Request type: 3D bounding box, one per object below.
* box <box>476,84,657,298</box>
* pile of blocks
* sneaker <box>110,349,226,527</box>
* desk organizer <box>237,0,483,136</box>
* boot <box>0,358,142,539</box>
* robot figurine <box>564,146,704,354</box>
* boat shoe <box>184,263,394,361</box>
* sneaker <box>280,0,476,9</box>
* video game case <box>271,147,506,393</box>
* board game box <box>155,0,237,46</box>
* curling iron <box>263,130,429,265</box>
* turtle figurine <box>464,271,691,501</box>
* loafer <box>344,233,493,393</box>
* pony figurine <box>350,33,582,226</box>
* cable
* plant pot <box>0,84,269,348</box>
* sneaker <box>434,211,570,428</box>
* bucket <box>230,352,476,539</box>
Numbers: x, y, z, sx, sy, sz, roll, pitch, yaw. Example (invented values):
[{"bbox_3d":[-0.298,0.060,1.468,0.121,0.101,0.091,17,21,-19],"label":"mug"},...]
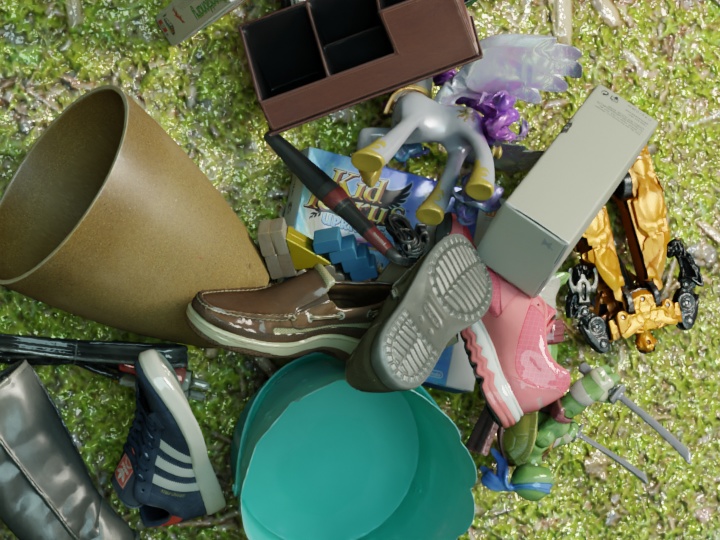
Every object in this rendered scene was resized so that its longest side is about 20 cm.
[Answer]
[{"bbox_3d":[0.181,-0.072,1.611,0.068,0.082,0.200,35,47,7],"label":"box"},{"bbox_3d":[0.000,0.000,1.591,0.199,0.062,0.082,34,116,-18],"label":"pile of blocks"},{"bbox_3d":[-0.172,0.149,1.523,0.084,0.075,0.201,-21,136,-8],"label":"sneaker"},{"bbox_3d":[-0.002,-0.198,1.594,0.199,0.072,0.077,-19,126,9],"label":"desk organizer"},{"bbox_3d":[-0.286,0.202,1.511,0.182,0.072,0.201,-46,116,-30],"label":"boot"},{"bbox_3d":[0.243,-0.020,1.729,0.144,0.058,0.201,-13,89,-19],"label":"robot figurine"},{"bbox_3d":[-0.048,0.026,1.510,0.201,0.075,0.075,6,114,-37],"label":"boat shoe"},{"bbox_3d":[0.022,-0.258,1.659,0.199,0.085,0.079,-13,90,-18],"label":"sneaker"},{"bbox_3d":[0.022,0.001,1.660,0.199,0.045,0.183,14,81,-17],"label":"video game case"},{"bbox_3d":[-0.094,-0.251,1.557,0.126,0.200,0.035,-35,97,-18],"label":"board game box"},{"bbox_3d":[-0.016,-0.063,1.587,0.049,0.200,0.026,-20,137,-44],"label":"curling iron"},{"bbox_3d":[0.193,0.105,1.657,0.199,0.144,0.195,-11,77,15],"label":"turtle figurine"},{"bbox_3d":[0.043,0.035,1.501,0.075,0.069,0.200,59,38,-11],"label":"loafer"},{"bbox_3d":[0.086,-0.130,1.626,0.192,0.167,0.201,14,45,-1],"label":"pony figurine"},{"bbox_3d":[-0.223,0.082,1.543,0.199,0.097,0.051,5,80,-17],"label":"cable"},{"bbox_3d":[-0.180,-0.021,1.537,0.200,0.186,0.187,36,75,-30],"label":"plant pot"},{"bbox_3d":[0.124,0.035,1.600,0.086,0.074,0.201,-20,69,2],"label":"sneaker"},{"bbox_3d":[-0.014,0.171,1.566,0.206,0.135,0.209,-3,101,-14],"label":"bucket"}]
